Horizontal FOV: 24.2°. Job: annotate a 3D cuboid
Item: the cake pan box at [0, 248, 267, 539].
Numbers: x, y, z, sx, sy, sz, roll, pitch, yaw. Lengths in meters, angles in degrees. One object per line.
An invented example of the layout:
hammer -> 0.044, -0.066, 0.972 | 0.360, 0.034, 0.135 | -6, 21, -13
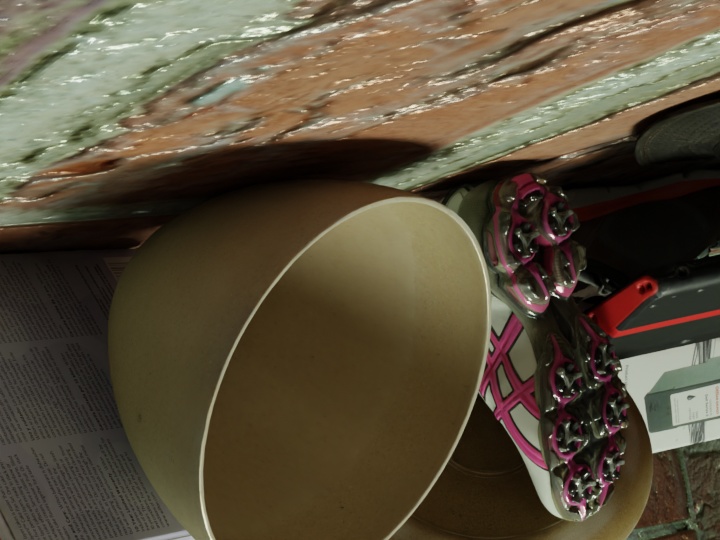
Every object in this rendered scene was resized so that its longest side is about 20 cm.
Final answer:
cake pan box -> -0.152, 0.072, 0.883 | 0.184, 0.201, 0.052 | -3, 142, -50

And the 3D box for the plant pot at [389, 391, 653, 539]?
plant pot -> 0.077, 0.104, 1.017 | 0.199, 0.201, 0.028 | -10, 138, -4

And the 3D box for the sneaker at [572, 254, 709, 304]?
sneaker -> 0.150, -0.016, 1.163 | 0.199, 0.081, 0.086 | -8, -164, -28

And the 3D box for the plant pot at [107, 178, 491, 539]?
plant pot -> -0.049, 0.039, 0.838 | 0.134, 0.202, 0.200 | 25, -162, 38

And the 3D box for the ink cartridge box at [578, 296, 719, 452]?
ink cartridge box -> 0.186, 0.062, 1.184 | 0.199, 0.085, 0.146 | -9, -159, -24

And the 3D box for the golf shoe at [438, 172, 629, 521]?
golf shoe -> 0.093, 0.045, 0.956 | 0.072, 0.201, 0.092 | -21, -171, -42

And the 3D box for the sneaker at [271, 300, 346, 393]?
sneaker -> -0.041, 0.080, 0.988 | 0.075, 0.201, 0.105 | -9, -141, -25

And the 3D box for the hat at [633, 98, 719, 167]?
hat -> 0.246, -0.050, 0.867 | 0.199, 0.082, 0.201 | -10, 175, -1

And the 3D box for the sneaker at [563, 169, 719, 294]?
sneaker -> 0.189, -0.016, 1.086 | 0.199, 0.083, 0.077 | -8, 174, -13

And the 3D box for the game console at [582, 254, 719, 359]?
game console -> 0.230, 0.007, 0.985 | 0.199, 0.031, 0.177 | -12, 165, -12
